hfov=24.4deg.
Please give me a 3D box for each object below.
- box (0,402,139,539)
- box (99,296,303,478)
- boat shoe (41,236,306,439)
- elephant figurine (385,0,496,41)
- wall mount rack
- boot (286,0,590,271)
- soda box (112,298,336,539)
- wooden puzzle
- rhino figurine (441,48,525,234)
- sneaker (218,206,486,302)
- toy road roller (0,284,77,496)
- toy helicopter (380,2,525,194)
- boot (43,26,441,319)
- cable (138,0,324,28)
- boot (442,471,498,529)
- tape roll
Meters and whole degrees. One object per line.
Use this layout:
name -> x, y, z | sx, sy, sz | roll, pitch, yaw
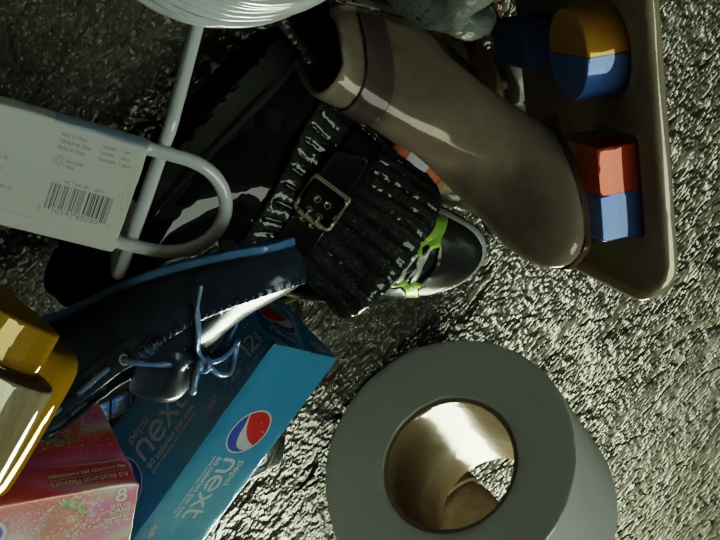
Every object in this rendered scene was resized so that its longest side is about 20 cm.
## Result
box -> -0.236, 0.135, 0.924 | 0.199, 0.103, 0.095 | -7, 130, -27
box -> -0.134, 0.099, 1.102 | 0.200, 0.049, 0.160 | -23, 137, -35
boat shoe -> -0.105, 0.038, 0.886 | 0.200, 0.069, 0.084 | -23, 173, 35
elephant figurine -> 0.065, -0.242, 0.929 | 0.200, 0.141, 0.155 | -55, 162, 20
wall mount rack -> -0.152, -0.088, 0.825 | 0.199, 0.075, 0.174 | 15, 120, -16
boot -> 0.034, -0.087, 0.934 | 0.146, 0.200, 0.070 | 18, 120, -43
soda box -> -0.107, 0.108, 1.032 | 0.200, 0.064, 0.068 | -53, 147, 14
wooden puzzle -> 0.124, -0.097, 0.978 | 0.046, 0.185, 0.201 | -6, 104, -16
rhino figurine -> 0.063, -0.066, 1.155 | 0.087, 0.060, 0.200 | 31, 99, -29
sneaker -> 0.000, 0.000, 1.083 | 0.199, 0.083, 0.072 | 3, 122, -28
toy road roller -> -0.192, 0.060, 0.788 | 0.146, 0.200, 0.123 | 29, 91, -41
toy helicopter -> 0.067, -0.146, 1.066 | 0.132, 0.079, 0.201 | -2, 110, -25
boot -> -0.063, -0.019, 0.971 | 0.211, 0.079, 0.158 | -46, 112, -8
cable -> -0.054, -0.218, 0.788 | 0.200, 0.069, 0.201 | -21, 104, -32
boot -> 0.046, 0.262, 1.457 | 0.200, 0.075, 0.074 | -40, 148, -14
tape roll -> 0.089, 0.172, 1.302 | 0.203, 0.203, 0.139 | -47, 147, -4
